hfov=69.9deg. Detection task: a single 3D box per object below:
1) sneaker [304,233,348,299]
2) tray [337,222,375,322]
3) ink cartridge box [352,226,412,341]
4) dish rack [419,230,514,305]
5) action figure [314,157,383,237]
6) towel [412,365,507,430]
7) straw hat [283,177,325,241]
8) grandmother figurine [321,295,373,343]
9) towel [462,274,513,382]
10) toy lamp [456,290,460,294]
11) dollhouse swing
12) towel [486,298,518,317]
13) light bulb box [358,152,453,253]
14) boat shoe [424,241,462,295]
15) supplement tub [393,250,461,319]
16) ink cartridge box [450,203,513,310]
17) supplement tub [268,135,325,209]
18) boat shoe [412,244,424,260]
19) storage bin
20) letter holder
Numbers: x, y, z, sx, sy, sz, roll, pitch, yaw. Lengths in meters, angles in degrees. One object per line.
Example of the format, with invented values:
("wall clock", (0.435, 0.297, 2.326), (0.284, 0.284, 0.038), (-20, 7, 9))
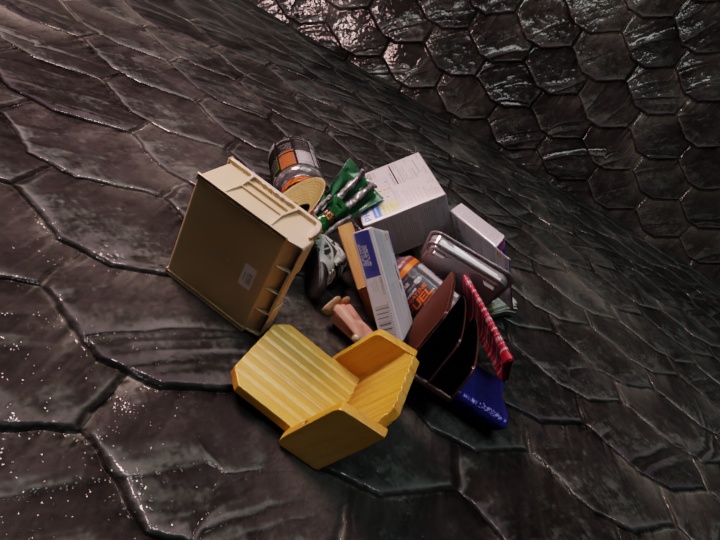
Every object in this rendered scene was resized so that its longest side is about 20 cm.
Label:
("sneaker", (-0.062, -0.010, 1.030), (0.088, 0.074, 0.201), (20, 32, -17))
("tray", (0.000, 0.000, 1.057), (0.037, 0.099, 0.201), (-19, 42, 1))
("ink cartridge box", (0.045, 0.023, 0.940), (0.200, 0.040, 0.201), (-10, 85, -78))
("dish rack", (0.215, 0.006, 1.107), (0.199, 0.172, 0.044), (33, 72, 8))
("action figure", (-0.053, -0.136, 1.137), (0.118, 0.200, 0.055), (46, -5, -9))
("towel", (0.180, 0.209, 0.968), (0.199, 0.050, 0.148), (32, 22, 0))
("straw hat", (-0.128, -0.088, 1.022), (0.085, 0.200, 0.202), (51, 19, -30))
("grandmother figurine", (0.019, 0.133, 0.916), (0.200, 0.061, 0.121), (48, 25, 22))
("towel", (0.253, 0.122, 1.048), (0.022, 0.145, 0.201), (-22, 59, -2))
("toy lamp", (0.154, 0.039, 1.180), (0.199, 0.058, 0.058), (28, 30, -8))
("dollhouse swing", (-0.048, 0.139, 0.744), (0.176, 0.181, 0.200), (51, 30, -7))
("towel", (0.299, 0.040, 1.325), (0.170, 0.048, 0.200), (-2, 44, -46))
("light bulb box", (0.091, -0.156, 1.245), (0.199, 0.198, 0.125), (-110, 178, -47))
("boat shoe", (0.227, -0.006, 1.210), (0.200, 0.075, 0.060), (51, 45, -13))
("supplement tub", (0.117, 0.043, 1.088), (0.200, 0.107, 0.107), (39, 30, 12))
("ink cartridge box", (0.293, -0.031, 1.186), (0.200, 0.043, 0.197), (47, -13, 39))
("supplement tub", (-0.150, -0.221, 1.214), (0.122, 0.123, 0.201), (15, 34, -27))
("boat shoe", (0.170, -0.043, 1.277), (0.070, 0.070, 0.201), (-1, 44, -5))
("storage bin", (-0.186, -0.033, 0.820), (0.198, 0.201, 0.094), (36, 31, 7))
("letter holder", (0.160, 0.104, 0.906), (0.100, 0.143, 0.200), (33, 23, 0))
